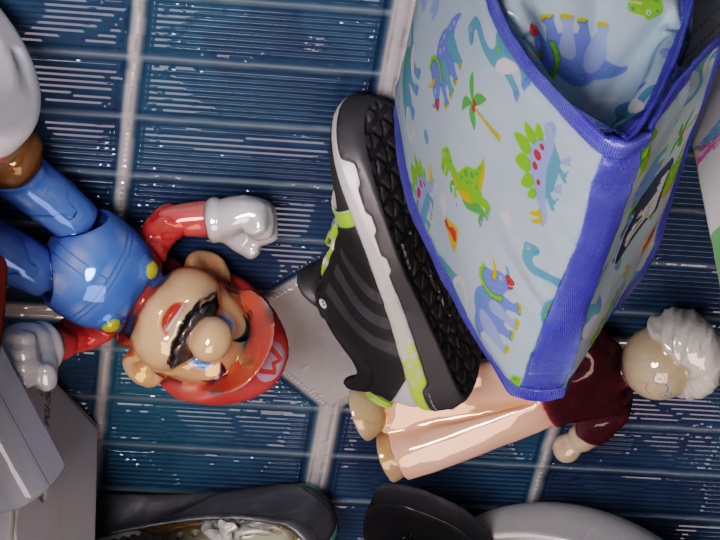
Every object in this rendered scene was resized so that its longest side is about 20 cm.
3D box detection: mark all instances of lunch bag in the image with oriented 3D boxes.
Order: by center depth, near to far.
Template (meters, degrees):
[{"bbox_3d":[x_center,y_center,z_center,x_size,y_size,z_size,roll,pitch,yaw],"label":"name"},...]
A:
[{"bbox_3d":[0.089,-0.067,1.260,0.127,0.200,0.170,5,136,-8],"label":"lunch bag"}]

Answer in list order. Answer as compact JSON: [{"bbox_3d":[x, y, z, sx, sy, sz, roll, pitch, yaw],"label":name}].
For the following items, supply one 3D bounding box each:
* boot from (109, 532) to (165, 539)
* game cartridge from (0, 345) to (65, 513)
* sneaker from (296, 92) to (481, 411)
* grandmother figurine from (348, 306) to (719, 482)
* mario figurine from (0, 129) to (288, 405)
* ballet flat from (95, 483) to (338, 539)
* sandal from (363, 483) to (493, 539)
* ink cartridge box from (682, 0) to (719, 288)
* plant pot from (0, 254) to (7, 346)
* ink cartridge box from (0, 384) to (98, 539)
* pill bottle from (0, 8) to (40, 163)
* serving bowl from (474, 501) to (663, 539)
[{"bbox_3d":[-0.160,0.238,1.562,0.211,0.079,0.158,-10,121,30],"label":"boot"},{"bbox_3d":[-0.247,0.065,1.420,0.200,0.042,0.133,4,126,39],"label":"game cartridge"},{"bbox_3d":[0.000,0.000,1.416,0.083,0.072,0.200,1,129,23],"label":"sneaker"},{"bbox_3d":[0.102,0.066,1.508,0.200,0.061,0.121,-16,144,17],"label":"grandmother figurine"},{"bbox_3d":[-0.114,0.008,1.398,0.200,0.106,0.123,31,127,-29],"label":"mario figurine"},{"bbox_3d":[-0.112,0.163,1.588,0.200,0.073,0.073,-7,137,5],"label":"ballet flat"},{"bbox_3d":[0.045,0.203,1.591,0.076,0.043,0.200,5,131,21],"label":"sandal"},{"bbox_3d":[0.232,-0.047,1.290,0.145,0.200,0.088,27,126,-27],"label":"ink cartridge box"},{"bbox_3d":[-0.276,0.054,1.213,0.200,0.176,0.200,-21,144,12],"label":"plant pot"},{"bbox_3d":[-0.246,0.150,1.511,0.200,0.147,0.083,-21,135,19],"label":"ink cartridge box"},{"bbox_3d":[-0.255,-0.053,1.318,0.112,0.112,0.200,33,125,-32],"label":"pill bottle"},{"bbox_3d":[0.128,0.204,1.631,0.200,0.066,0.200,12,134,13],"label":"serving bowl"}]
